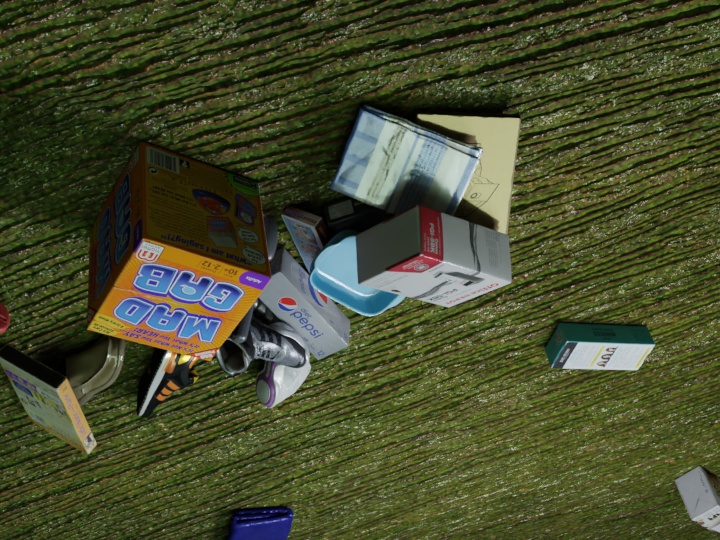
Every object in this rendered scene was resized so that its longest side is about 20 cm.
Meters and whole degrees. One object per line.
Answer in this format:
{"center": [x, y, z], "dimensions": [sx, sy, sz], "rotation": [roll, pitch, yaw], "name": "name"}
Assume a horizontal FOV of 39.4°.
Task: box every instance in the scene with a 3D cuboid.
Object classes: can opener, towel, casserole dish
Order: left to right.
{"center": [-0.173, 0.009, 1.556], "dimensions": [0.053, 0.202, 0.067], "rotation": [21, 159, -27], "name": "can opener"}
{"center": [-0.237, 0.604, 2.284], "dimensions": [0.146, 0.050, 0.201], "rotation": [-4, 137, -21], "name": "towel"}
{"center": [0.000, 0.000, 1.611], "dimensions": [0.121, 0.039, 0.199], "rotation": [-45, 132, 17], "name": "casserole dish"}
{"center": [0.068, -0.152, 1.504], "dimensions": [0.198, 0.024, 0.148], "rotation": [19, 115, -8], "name": "towel"}

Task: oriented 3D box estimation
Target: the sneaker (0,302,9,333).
{"center": [-0.664, 0.073, 1.594], "dimensions": [0.198, 0.079, 0.116], "rotation": [22, 137, -18], "name": "sneaker"}

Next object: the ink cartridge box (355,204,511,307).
{"center": [0.113, -0.017, 1.530], "dimensions": [0.198, 0.084, 0.146], "rotation": [15, 153, -37], "name": "ink cartridge box"}

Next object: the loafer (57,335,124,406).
{"center": [-0.473, 0.173, 1.735], "dimensions": [0.067, 0.077, 0.200], "rotation": [21, 129, -36], "name": "loafer"}

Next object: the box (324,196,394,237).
{"center": [0.055, -0.069, 1.632], "dimensions": [0.198, 0.051, 0.158], "rotation": [-17, 138, 3], "name": "box"}

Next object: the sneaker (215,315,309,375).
{"center": [-0.169, 0.130, 1.630], "dimensions": [0.199, 0.115, 0.075], "rotation": [34, 124, -25], "name": "sneaker"}

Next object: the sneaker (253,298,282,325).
{"center": [-0.196, 0.074, 1.711], "dimensions": [0.199, 0.078, 0.112], "rotation": [37, 124, -26], "name": "sneaker"}

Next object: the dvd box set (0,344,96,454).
{"center": [-0.541, 0.226, 1.744], "dimensions": [0.145, 0.029, 0.201], "rotation": [23, 143, 24], "name": "dvd box set"}

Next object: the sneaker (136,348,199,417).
{"center": [-0.340, 0.200, 1.802], "dimensions": [0.089, 0.070, 0.201], "rotation": [13, 130, -22], "name": "sneaker"}

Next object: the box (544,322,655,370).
{"center": [0.469, 0.150, 1.975], "dimensions": [0.197, 0.050, 0.083], "rotation": [4, 135, -18], "name": "box"}

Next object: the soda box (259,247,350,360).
{"center": [-0.098, 0.058, 1.686], "dimensions": [0.068, 0.064, 0.200], "rotation": [-26, 125, 24], "name": "soda box"}

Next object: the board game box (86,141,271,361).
{"center": [-0.271, -0.024, 1.481], "dimensions": [0.198, 0.201, 0.200], "rotation": [18, 129, -29], "name": "board game box"}

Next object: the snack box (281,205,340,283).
{"center": [-0.066, -0.022, 1.639], "dimensions": [0.024, 0.071, 0.201], "rotation": [-51, 143, -24], "name": "snack box"}

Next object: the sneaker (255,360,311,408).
{"center": [-0.129, 0.156, 1.826], "dimensions": [0.099, 0.075, 0.201], "rotation": [-17, 140, -44], "name": "sneaker"}

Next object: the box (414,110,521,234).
{"center": [0.156, -0.143, 1.539], "dimensions": [0.161, 0.021, 0.202], "rotation": [1, 115, -6], "name": "box"}

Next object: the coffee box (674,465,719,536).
{"center": [0.875, 0.578, 2.493], "dimensions": [0.080, 0.114, 0.199], "rotation": [-37, 132, 24], "name": "coffee box"}
